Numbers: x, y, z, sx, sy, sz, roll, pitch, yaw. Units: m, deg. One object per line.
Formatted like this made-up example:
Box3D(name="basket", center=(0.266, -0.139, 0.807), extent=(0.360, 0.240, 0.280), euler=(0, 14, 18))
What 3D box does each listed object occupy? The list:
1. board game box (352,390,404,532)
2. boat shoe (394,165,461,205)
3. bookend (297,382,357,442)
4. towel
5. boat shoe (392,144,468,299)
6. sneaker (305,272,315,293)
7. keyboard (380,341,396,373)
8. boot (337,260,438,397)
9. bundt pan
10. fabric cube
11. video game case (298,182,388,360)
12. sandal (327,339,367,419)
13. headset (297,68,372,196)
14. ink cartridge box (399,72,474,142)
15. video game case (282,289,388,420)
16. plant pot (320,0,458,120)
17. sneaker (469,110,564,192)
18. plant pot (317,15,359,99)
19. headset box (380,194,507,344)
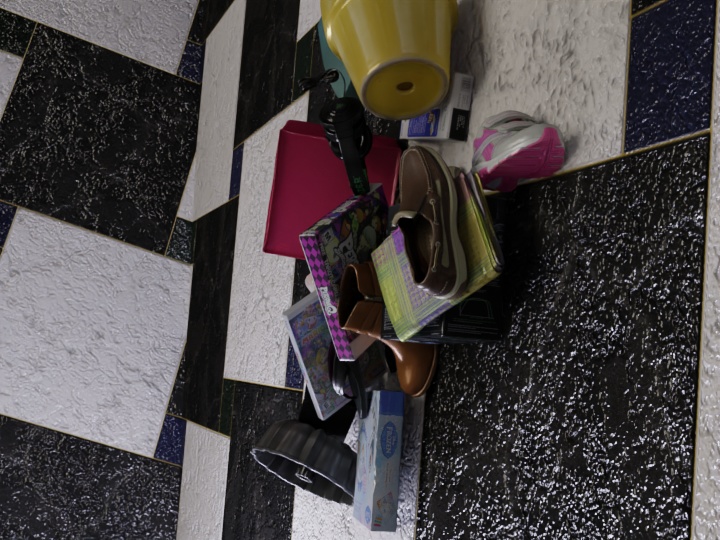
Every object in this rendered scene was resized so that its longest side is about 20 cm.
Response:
Box3D(name="board game box", center=(0.026, 0.286, 1.646), extent=(0.200, 0.043, 0.202), euler=(140, 135, -80))
Box3D(name="boat shoe", center=(0.083, -0.104, 1.604), extent=(0.200, 0.072, 0.075), euler=(131, 141, -59))
Box3D(name="bookend", center=(-0.049, 0.165, 1.843), extent=(0.199, 0.091, 0.202), euler=(108, 170, -64))
Box3D(name="towel", center=(0.095, -0.015, 1.342), extent=(0.200, 0.023, 0.145), euler=(-40, 55, 38))
Box3D(name="boat shoe", center=(0.075, -0.066, 1.299), extent=(0.075, 0.074, 0.204), euler=(-37, 56, 39))
Box3D(name="sneaker", center=(-0.052, 0.042, 1.742), extent=(0.200, 0.098, 0.079), euler=(-51, -30, -55))
Box3D(name="keyboard", center=(0.042, 0.063, 1.760), extent=(0.201, 0.020, 0.128), euler=(-114, 35, -55))
Box3D(name="boot", center=(0.038, 0.082, 1.532), extent=(0.076, 0.154, 0.203), euler=(8, 95, 46))
Box3D(name="bundt pan", center=(-0.078, 0.313, 1.796), extent=(0.076, 0.201, 0.202), euler=(-62, 11, -22))
Box3D(name="fabric cube", center=(-0.046, -0.124, 1.734), extent=(0.199, 0.197, 0.199), euler=(-92, 12, -78))
Box3D(name="video game case", center=(0.000, 0.000, 1.574), extent=(0.035, 0.181, 0.202), euler=(-1, 115, 37))
Box3D(name="sandal", center=(-0.030, 0.132, 1.628), extent=(0.075, 0.047, 0.203), euler=(-128, 23, -72))
Box3D(name="headset", center=(-0.033, -0.202, 1.567), extent=(0.124, 0.093, 0.202), euler=(65, -167, -68))
Box3D(name="ink cartridge box", center=(0.111, -0.243, 1.626), extent=(0.200, 0.037, 0.096), euler=(-161, 79, -69))
Box3D(name="video game case", center=(-0.036, 0.113, 1.668), extent=(0.018, 0.143, 0.202), euler=(21, 137, 48))
Box3D(name="plant pot", center=(0.050, -0.327, 1.545), extent=(0.201, 0.198, 0.191), euler=(121, 147, -51))
Box3D(name="sneaker", center=(0.183, -0.156, 1.315), extent=(0.200, 0.080, 0.090), euler=(163, 110, -69))
Box3D(name="plant pot", center=(0.017, -0.365, 1.760), extent=(0.142, 0.139, 0.202), euler=(120, 154, -50))
Box3D(name="headset box", center=(0.109, -0.006, 1.439), extent=(0.174, 0.092, 0.203), euler=(-12, 74, 63))
